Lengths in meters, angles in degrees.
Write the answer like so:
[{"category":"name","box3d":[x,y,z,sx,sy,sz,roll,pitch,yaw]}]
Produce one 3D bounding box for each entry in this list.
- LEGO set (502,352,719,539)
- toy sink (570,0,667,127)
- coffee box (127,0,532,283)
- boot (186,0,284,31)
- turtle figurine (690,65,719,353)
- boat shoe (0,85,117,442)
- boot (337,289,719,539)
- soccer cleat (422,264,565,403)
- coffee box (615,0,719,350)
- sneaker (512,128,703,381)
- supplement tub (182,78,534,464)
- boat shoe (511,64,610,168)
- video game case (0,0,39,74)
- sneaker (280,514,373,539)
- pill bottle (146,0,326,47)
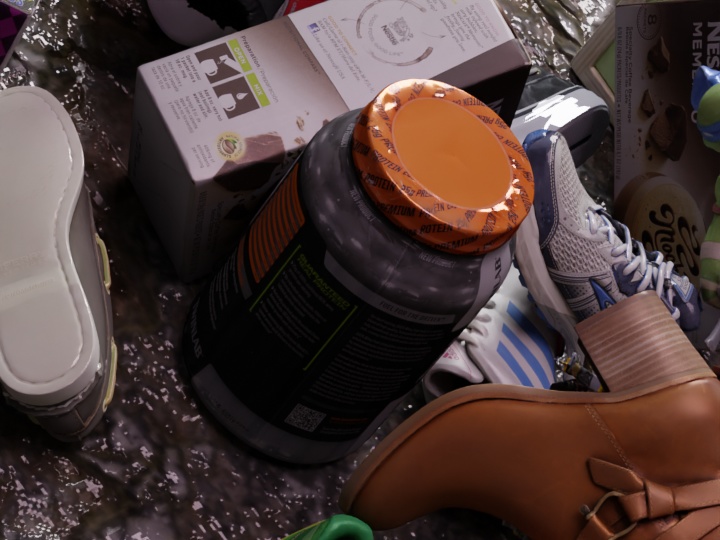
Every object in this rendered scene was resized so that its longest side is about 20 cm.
[{"category":"LEGO set","box3d":[0.144,0.132,1.417,0.115,0.202,0.153,19,10,42]},{"category":"toy sink","box3d":[0.248,-0.102,1.694,0.112,0.130,0.201,-18,68,-42]},{"category":"coffee box","box3d":[-0.019,-0.082,1.453,0.199,0.113,0.080,-21,67,-17]},{"category":"boot","box3d":[-0.024,-0.187,1.473,0.198,0.073,0.163,46,58,-11]},{"category":"turtle figurine","box3d":[0.259,-0.014,1.438,0.193,0.144,0.200,21,18,-37]},{"category":"boat shoe","box3d":[-0.165,-0.005,1.378,0.072,0.060,0.203,-14,54,2]},{"category":"boot","box3d":[0.099,0.121,1.310,0.155,0.199,0.074,63,13,15]},{"category":"soccer cleat","box3d":[0.070,0.039,1.488,0.086,0.070,0.201,27,43,-37]},{"category":"coffee box","box3d":[0.211,-0.057,1.566,0.079,0.113,0.202,-1,93,-33]},{"category":"sneaker","box3d":[0.143,0.010,1.468,0.201,0.085,0.077,68,26,-17]},{"category":"supplement tub","box3d":[0.000,0.000,1.384,0.122,0.200,0.123,19,47,-21]},{"category":"boat shoe","box3d":[0.062,-0.067,1.592,0.071,0.072,0.199,34,39,29]},{"category":"video game case","box3d":[-0.192,-0.127,1.358,0.036,0.200,0.182,25,45,-12]},{"category":"sneaker","box3d":[-0.017,0.205,1.287,0.074,0.084,0.201,13,50,-27]},{"category":"pill bottle","box3d":[-0.020,-0.183,1.588,0.199,0.112,0.113,0,55,-34]}]
